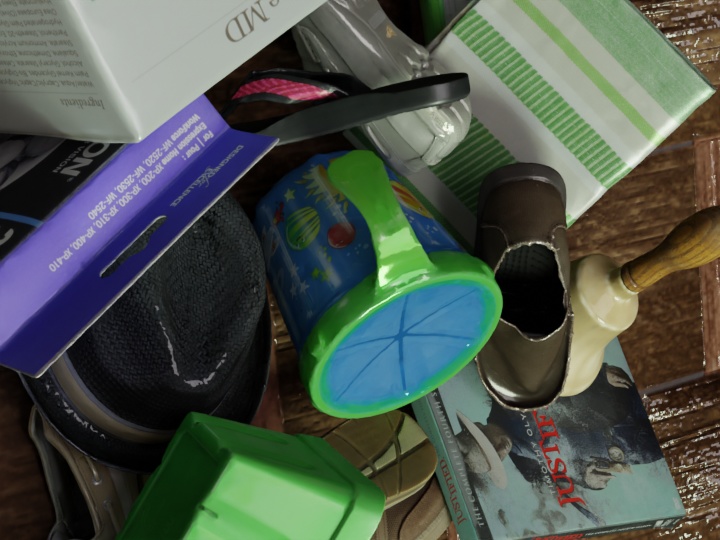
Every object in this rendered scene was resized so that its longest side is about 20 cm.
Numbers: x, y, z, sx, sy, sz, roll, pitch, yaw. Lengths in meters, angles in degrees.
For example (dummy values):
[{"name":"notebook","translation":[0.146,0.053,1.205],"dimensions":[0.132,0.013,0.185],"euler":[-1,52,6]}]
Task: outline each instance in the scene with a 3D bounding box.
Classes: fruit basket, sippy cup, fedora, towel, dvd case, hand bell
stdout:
[{"name":"fruit basket","translation":[-0.050,0.200,1.414],"dimensions":[0.214,0.155,0.217],"euler":[-5,104,-19]},{"name":"sippy cup","translation":[0.000,0.000,1.528],"dimensions":[0.139,0.131,0.178],"euler":[1,137,-44]},{"name":"fedora","translation":[-0.114,0.015,1.443],"dimensions":[0.200,0.092,0.202],"euler":[11,67,-28]},{"name":"towel","translation":[0.104,-0.103,1.562],"dimensions":[0.153,0.200,0.023],"euler":[46,24,0]},{"name":"dvd case","translation":[0.124,0.114,1.664],"dimensions":[0.199,0.022,0.147],"euler":[-2,64,-39]},{"name":"hand bell","translation":[0.188,0.000,1.624],"dimensions":[0.104,0.200,0.105],"euler":[20,55,-32]}]

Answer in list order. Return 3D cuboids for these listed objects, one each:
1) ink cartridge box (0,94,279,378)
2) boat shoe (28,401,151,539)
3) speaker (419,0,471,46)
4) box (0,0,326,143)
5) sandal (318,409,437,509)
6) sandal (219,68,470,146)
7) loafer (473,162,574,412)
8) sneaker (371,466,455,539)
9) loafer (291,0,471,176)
[{"name":"ink cartridge box","translation":[-0.172,-0.032,1.364],"dimensions":[0.198,0.200,0.043],"euler":[-46,121,-24]},{"name":"boat shoe","translation":[-0.156,0.165,1.481],"dimensions":[0.068,0.075,0.201],"euler":[-12,91,-34]},{"name":"speaker","translation":[0.081,-0.162,1.614],"dimensions":[0.088,0.088,0.201],"euler":[-16,105,-35]},{"name":"box","translation":[-0.143,-0.194,1.370],"dimensions":[0.199,0.199,0.172],"euler":[-40,118,-28]},{"name":"sandal","translation":[-0.038,0.141,1.542],"dimensions":[0.199,0.054,0.081],"euler":[-16,69,-39]},{"name":"sandal","translation":[-0.031,-0.106,1.490],"dimensions":[0.075,0.199,0.045],"euler":[-46,122,-69]},{"name":"loafer","translation":[0.100,0.025,1.566],"dimensions":[0.071,0.073,0.201],"euler":[-90,174,-46]},{"name":"sneaker","translation":[-0.010,0.166,1.589],"dimensions":[0.200,0.070,0.076],"euler":[-41,111,-29]},{"name":"loafer","translation":[-0.015,-0.145,1.538],"dimensions":[0.200,0.070,0.070],"euler":[51,30,-1]}]
